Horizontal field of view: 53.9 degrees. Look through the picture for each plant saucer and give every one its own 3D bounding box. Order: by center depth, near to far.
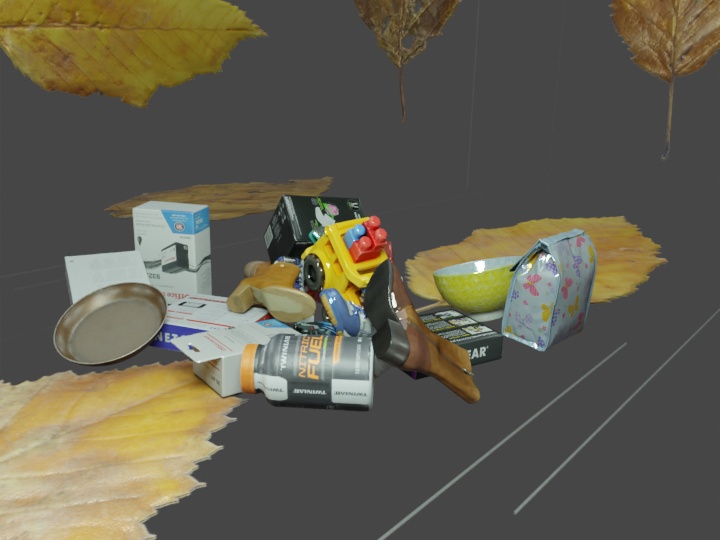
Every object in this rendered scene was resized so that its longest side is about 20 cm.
[{"bbox_3d":[-0.428,0.097,1.226,0.194,0.033,0.203,-4,40,3],"label":"plant saucer"}]

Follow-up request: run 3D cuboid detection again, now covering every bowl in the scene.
[{"bbox_3d":[0.250,0.043,1.444,0.194,0.111,0.200,-10,5,1],"label":"bowl"}]

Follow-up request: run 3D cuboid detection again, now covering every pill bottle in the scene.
[{"bbox_3d":[-0.077,0.149,1.044,0.194,0.110,0.106,2,15,3],"label":"pill bottle"}]

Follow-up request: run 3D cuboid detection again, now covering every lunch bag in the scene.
[{"bbox_3d":[0.362,0.026,1.345,0.125,0.206,0.167,24,27,37],"label":"lunch bag"}]

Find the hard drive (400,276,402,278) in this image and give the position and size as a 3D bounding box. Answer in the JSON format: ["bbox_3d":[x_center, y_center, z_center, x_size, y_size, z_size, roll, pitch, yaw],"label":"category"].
[{"bbox_3d":[-0.010,0.016,1.704,0.194,0.028,0.132,-2,16,-16],"label":"hard drive"}]

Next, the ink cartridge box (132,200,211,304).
[{"bbox_3d":[-0.400,-0.036,1.510,0.141,0.206,0.084,5,17,10],"label":"ink cartridge box"}]

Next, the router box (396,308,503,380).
[{"bbox_3d":[0.133,0.126,1.258,0.195,0.053,0.148,-8,19,-31],"label":"router box"}]

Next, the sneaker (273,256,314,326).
[{"bbox_3d":[-0.147,0.036,1.439,0.078,0.119,0.199,-3,15,-14],"label":"sneaker"}]

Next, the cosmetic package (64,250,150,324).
[{"bbox_3d":[-0.487,0.042,1.377,0.147,0.053,0.201,-4,38,-28],"label":"cosmetic package"}]

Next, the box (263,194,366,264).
[{"bbox_3d":[-0.094,-0.071,1.574,0.195,0.149,0.127,-1,56,-30],"label":"box"}]

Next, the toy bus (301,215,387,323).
[{"bbox_3d":[0.000,0.000,1.309,0.133,0.204,0.192,-12,-22,-34],"label":"toy bus"}]

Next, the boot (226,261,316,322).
[{"bbox_3d":[-0.141,0.029,1.318,0.196,0.073,0.144,1,27,28],"label":"boot"}]

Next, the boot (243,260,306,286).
[{"bbox_3d":[-0.161,-0.009,1.675,0.153,0.079,0.197,14,21,42],"label":"boot"}]

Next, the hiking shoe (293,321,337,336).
[{"bbox_3d":[-0.047,0.124,1.202,0.085,0.077,0.199,-7,17,-27],"label":"hiking shoe"}]

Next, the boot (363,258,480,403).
[{"bbox_3d":[0.102,0.090,1.087,0.197,0.069,0.191,28,31,-30],"label":"boot"}]

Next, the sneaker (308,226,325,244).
[{"bbox_3d":[-0.071,0.003,1.439,0.089,0.206,0.077,6,-19,-23],"label":"sneaker"}]

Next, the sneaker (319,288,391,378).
[{"bbox_3d":[0.007,0.083,1.118,0.087,0.201,0.076,-33,42,4],"label":"sneaker"}]

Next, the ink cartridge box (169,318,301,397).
[{"bbox_3d":[-0.195,0.140,1.138,0.196,0.069,0.115,-9,18,-36],"label":"ink cartridge box"}]

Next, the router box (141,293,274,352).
[{"bbox_3d":[-0.275,0.100,1.316,0.194,0.050,0.179,7,16,19],"label":"router box"}]

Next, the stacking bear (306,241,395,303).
[{"bbox_3d":[-0.021,0.021,1.530,0.194,0.117,0.122,-8,22,5],"label":"stacking bear"}]
